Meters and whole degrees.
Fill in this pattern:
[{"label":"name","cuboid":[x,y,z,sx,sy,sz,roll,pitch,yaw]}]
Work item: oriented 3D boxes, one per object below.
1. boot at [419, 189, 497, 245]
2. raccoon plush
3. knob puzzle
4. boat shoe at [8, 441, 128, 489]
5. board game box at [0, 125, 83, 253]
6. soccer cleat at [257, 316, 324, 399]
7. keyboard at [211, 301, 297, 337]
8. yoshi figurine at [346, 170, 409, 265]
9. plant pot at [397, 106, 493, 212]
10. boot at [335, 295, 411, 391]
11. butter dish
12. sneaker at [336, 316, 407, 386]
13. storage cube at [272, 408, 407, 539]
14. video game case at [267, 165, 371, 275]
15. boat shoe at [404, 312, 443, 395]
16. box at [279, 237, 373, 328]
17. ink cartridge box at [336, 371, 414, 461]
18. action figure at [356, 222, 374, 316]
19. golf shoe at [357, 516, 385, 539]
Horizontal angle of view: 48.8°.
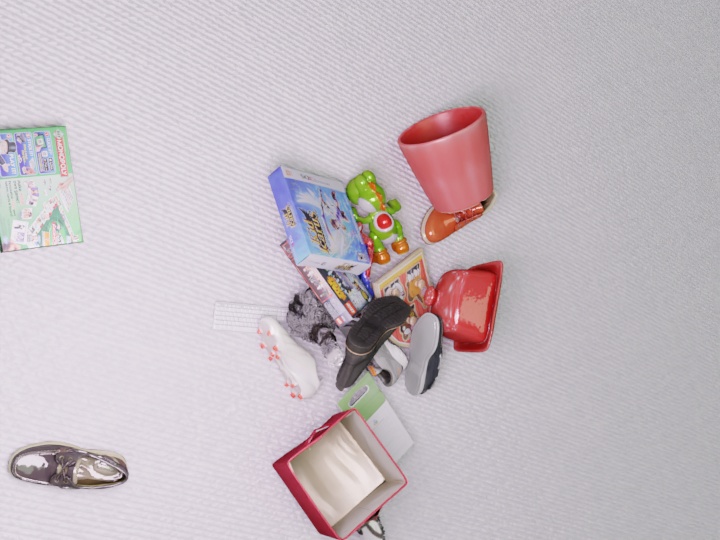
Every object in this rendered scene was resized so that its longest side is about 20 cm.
[{"label":"boot","cuboid":[0.221,-0.128,1.789,0.200,0.107,0.076,-40,111,-24]},{"label":"raccoon plush","cuboid":[-0.062,0.117,1.578,0.133,0.097,0.202,9,48,-49]},{"label":"knob puzzle","cuboid":[0.110,0.079,1.729,0.218,0.030,0.223,-8,101,-49]},{"label":"boat shoe","cuboid":[-0.492,0.335,1.357,0.198,0.065,0.074,9,86,-31]},{"label":"board game box","cuboid":[-0.554,-0.139,1.347,0.133,0.029,0.203,-10,94,-33]},{"label":"soccer cleat","cuboid":[-0.139,0.166,1.585,0.077,0.069,0.202,-40,116,-31]},{"label":"keyboard","cuboid":[-0.198,0.099,1.577,0.198,0.011,0.057,8,85,-32]},{"label":"yoshi figurine","cuboid":[0.028,-0.122,1.686,0.113,0.111,0.202,-57,132,-52]},{"label":"plant pot","cuboid":[0.201,-0.237,1.738,0.200,0.199,0.179,-35,116,-27]},{"label":"boot","cuboid":[0.018,0.144,1.605,0.199,0.077,0.139,-32,151,-46]},{"label":"butter dish","cuboid":[0.209,0.070,1.742,0.146,0.200,0.202,13,82,-15]},{"label":"sneaker","cuboid":[0.022,0.167,1.669,0.200,0.074,0.080,44,54,-24]},{"label":"storage cube","cuboid":[-0.045,0.394,1.535,0.170,0.180,0.201,-36,88,-21]},{"label":"video game case","cuboid":[-0.078,-0.097,1.555,0.180,0.045,0.202,8,55,-49]},{"label":"boat shoe","cuboid":[0.147,0.178,1.733,0.060,0.076,0.202,-9,127,-39]},{"label":"box","cuboid":[-0.063,0.004,1.572,0.201,0.040,0.137,54,25,-2]},{"label":"ink cartridge box","cuboid":[0.019,0.322,1.681,0.104,0.059,0.201,-40,109,-26]},{"label":"action figure","cuboid":[0.000,0.000,1.662,0.051,0.065,0.203,-10,100,-54]},{"label":"golf shoe","cuboid":[-0.012,0.513,1.656,0.094,0.078,0.202,-18,88,-28]}]
